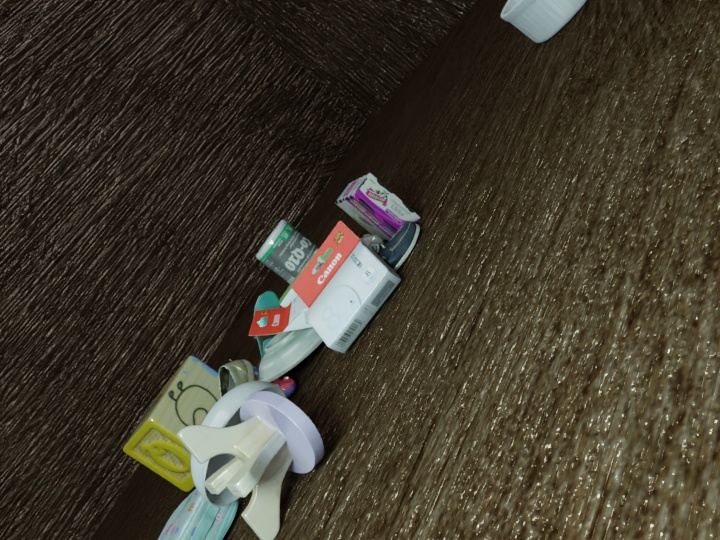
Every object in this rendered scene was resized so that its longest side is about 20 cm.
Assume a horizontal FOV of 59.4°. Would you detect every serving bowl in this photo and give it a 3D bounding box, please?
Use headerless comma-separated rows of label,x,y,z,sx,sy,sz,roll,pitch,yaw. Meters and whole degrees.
serving bowl,-0.198,0.261,0.993,0.200,0.065,0.203,-44,-34,-41

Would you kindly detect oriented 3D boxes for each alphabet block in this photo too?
alphabet block,-0.407,0.363,1.496,0.196,0.194,0.201,-46,14,39

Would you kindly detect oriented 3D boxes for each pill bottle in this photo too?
pill bottle,-0.138,-0.016,1.491,0.114,0.199,0.113,-50,12,14

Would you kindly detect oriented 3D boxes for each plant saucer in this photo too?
plant saucer,-0.141,0.147,1.282,0.199,0.050,0.200,-38,9,7

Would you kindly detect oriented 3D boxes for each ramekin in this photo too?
ramekin,0.376,-0.547,1.230,0.201,0.097,0.201,-51,12,15

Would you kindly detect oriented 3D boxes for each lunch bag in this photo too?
lunch bag,-0.278,0.448,1.011,0.160,0.077,0.201,-41,17,43

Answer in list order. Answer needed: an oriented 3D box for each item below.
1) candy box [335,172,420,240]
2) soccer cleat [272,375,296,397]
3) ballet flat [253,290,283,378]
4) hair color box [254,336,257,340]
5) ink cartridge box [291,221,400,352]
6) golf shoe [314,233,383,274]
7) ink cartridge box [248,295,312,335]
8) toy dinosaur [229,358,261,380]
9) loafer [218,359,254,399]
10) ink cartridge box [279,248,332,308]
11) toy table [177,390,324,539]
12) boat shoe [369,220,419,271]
candy box,0.031,-0.126,1.295,0.061,0.136,0.200,-52,12,-7
soccer cleat,-0.193,0.270,1.258,0.198,0.077,0.067,-26,3,30
ballet flat,-0.203,0.150,1.415,0.071,0.066,0.204,114,150,-72
hair color box,-0.205,0.134,1.675,0.199,0.064,0.110,-33,23,57
ink cartridge box,-0.042,0.017,1.096,0.161,0.047,0.200,-52,49,8
golf shoe,0.000,0.000,1.253,0.199,0.096,0.079,-38,-37,-38
ink cartridge box,-0.124,0.072,1.272,0.196,0.048,0.160,-8,15,-2
toy dinosaur,-0.235,0.239,1.444,0.180,0.106,0.200,-3,30,46
loafer,-0.237,0.266,1.195,0.075,0.068,0.203,-35,55,34
ink cartridge box,-0.081,0.021,1.397,0.201,0.103,0.059,-54,11,1
toy table,-0.142,0.248,0.840,0.117,0.184,0.200,-41,-8,-31
boat shoe,0.032,-0.014,1.145,0.201,0.061,0.075,-53,9,1
